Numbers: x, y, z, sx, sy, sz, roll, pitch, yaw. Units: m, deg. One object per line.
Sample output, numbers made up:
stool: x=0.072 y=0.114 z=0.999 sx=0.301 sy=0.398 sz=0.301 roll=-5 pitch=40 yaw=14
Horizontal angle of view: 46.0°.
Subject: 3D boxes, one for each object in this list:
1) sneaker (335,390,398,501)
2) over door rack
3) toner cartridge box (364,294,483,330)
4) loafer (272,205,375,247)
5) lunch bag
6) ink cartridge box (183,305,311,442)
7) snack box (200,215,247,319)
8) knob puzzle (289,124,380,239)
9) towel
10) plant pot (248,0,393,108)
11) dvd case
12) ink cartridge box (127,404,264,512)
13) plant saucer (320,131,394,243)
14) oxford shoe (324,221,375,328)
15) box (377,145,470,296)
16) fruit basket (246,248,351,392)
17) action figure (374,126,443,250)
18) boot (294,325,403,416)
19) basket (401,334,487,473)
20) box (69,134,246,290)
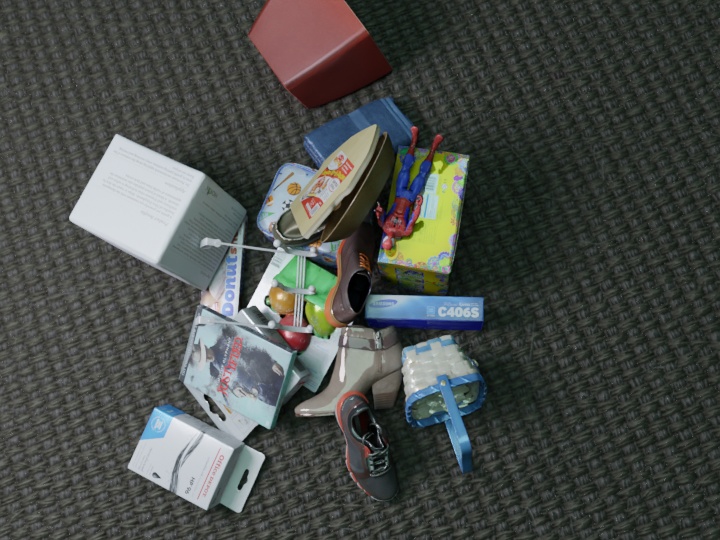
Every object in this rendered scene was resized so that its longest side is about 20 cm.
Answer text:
sneaker: x=0.016 y=0.298 z=1.389 sx=0.077 sy=0.082 sz=0.201 roll=-27 pitch=104 yaw=-17
over door rack: x=-0.170 y=0.025 z=1.400 sx=0.199 sy=0.067 sz=0.149 roll=5 pitch=76 yaw=-9
toner cartridge box: x=0.111 y=0.073 z=1.457 sx=0.199 sy=0.095 sz=0.043 roll=1 pitch=76 yaw=6
loafer: x=-0.064 y=-0.109 z=1.455 sx=0.199 sy=0.070 sz=0.075 roll=-29 pitch=72 yaw=-4
lunch bag: x=-0.075 y=-0.102 z=1.528 sx=0.199 sy=0.076 sz=0.161 roll=22 pitch=78 yaw=11
ink cartridge box: x=-0.199 y=0.186 z=1.476 sx=0.162 sy=0.050 sz=0.200 roll=48 pitch=117 yaw=13
snack box: x=-0.249 y=-0.005 z=1.547 sx=0.071 sy=0.024 sz=0.201 roll=0 pitch=77 yaw=8
knob puzzle: x=-0.030 y=-0.148 z=1.358 sx=0.030 sy=0.219 sz=0.220 roll=38 pitch=82 yaw=-21
towel: x=0.002 y=-0.236 z=1.537 sx=0.199 sy=0.049 sz=0.112 roll=-28 pitch=72 yaw=-24
plant pot: x=-0.084 y=-0.416 z=1.549 sx=0.176 sy=0.200 sz=0.201 roll=-37 pitch=76 yaw=8
dvd case: x=-0.211 y=0.163 z=1.440 sx=0.199 sy=0.022 sz=0.147 roll=25 pitch=107 yaw=22
ink cartridge box: x=-0.278 y=0.325 z=1.446 sx=0.199 sy=0.068 sz=0.117 roll=24 pitch=90 yaw=10
plant saucer: x=0.002 y=-0.121 z=1.325 sx=0.035 sy=0.200 sz=0.201 roll=30 pitch=81 yaw=-10
oxford shoe: x=0.000 y=0.000 z=1.425 sx=0.071 sy=0.072 sz=0.201 roll=26 pitch=60 yaw=-26
box: x=0.109 y=-0.078 z=1.441 sx=0.121 sy=0.193 sz=0.201 roll=9 pitch=77 yaw=7
fruit basket: x=-0.107 y=0.082 z=1.494 sx=0.185 sy=0.094 sz=0.201 roll=28 pitch=97 yaw=12
action figure: x=0.072 y=-0.130 z=1.309 sx=0.065 sy=0.099 sz=0.201 roll=18 pitch=82 yaw=4
boot: x=-0.019 y=0.167 z=1.447 sx=0.199 sy=0.070 sz=0.147 roll=-5 pitch=93 yaw=-15
basket: x=0.141 y=0.218 z=1.379 sx=0.138 sy=0.177 sz=0.201 roll=-13 pitch=65 yaw=-1
box: x=-0.345 y=-0.096 z=1.475 sx=0.198 sy=0.200 sz=0.172 roll=24 pitch=82 yaw=20
